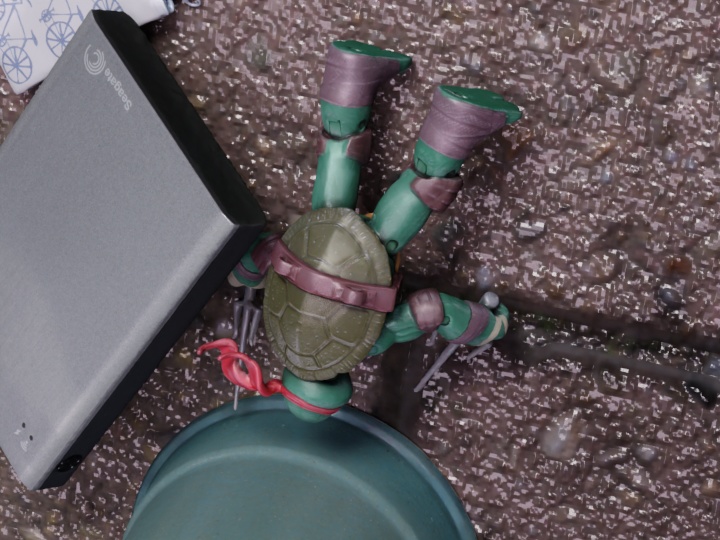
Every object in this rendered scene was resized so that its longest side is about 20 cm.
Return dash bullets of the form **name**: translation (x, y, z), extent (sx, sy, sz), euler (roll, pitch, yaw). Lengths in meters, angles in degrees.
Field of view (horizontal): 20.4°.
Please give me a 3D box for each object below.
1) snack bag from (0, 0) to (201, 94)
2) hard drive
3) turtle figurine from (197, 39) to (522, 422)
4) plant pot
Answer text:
- **snack bag**: translation (-0.133, -0.208, 0.968), extent (0.199, 0.021, 0.190), euler (-23, 99, 22)
- **hard drive**: translation (-0.139, -0.008, 0.989), extent (0.200, 0.033, 0.140), euler (-50, 62, 30)
- **turtle figurine**: translation (0.000, 0.000, 0.959), extent (0.149, 0.101, 0.202), euler (21, 107, 9)
- **plant pot**: translation (-0.055, 0.189, 0.980), extent (0.198, 0.196, 0.202), euler (5, 109, 14)
